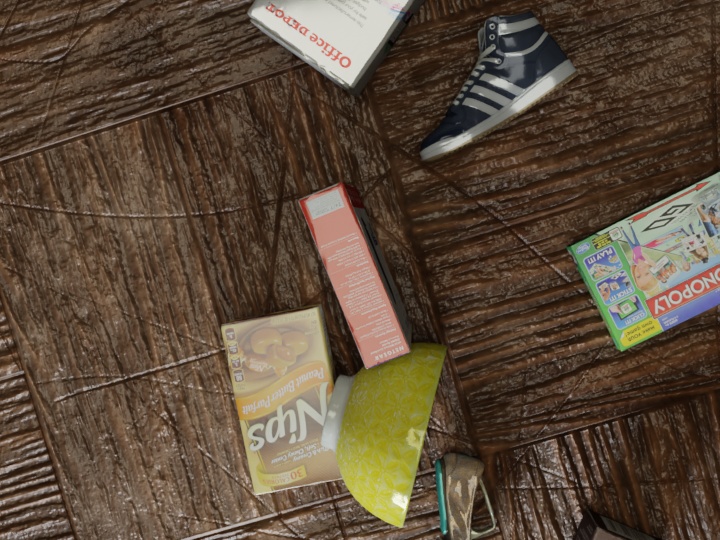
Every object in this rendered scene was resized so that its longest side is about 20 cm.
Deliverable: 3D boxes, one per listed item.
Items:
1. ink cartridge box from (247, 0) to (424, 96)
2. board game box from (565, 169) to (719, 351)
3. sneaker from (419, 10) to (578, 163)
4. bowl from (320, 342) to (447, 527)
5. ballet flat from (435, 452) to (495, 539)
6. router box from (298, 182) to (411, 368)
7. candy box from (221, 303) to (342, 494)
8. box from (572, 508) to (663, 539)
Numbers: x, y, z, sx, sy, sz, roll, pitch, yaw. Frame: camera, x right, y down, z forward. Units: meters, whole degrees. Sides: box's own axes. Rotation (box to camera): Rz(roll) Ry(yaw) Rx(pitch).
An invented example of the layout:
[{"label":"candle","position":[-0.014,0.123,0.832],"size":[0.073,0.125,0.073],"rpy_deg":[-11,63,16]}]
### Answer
[{"label":"ink cartridge box","position":[-0.009,-0.318,1.050],"size":[0.145,0.084,0.200],"rpy_deg":[35,94,2]},{"label":"board game box","position":[0.355,-0.013,1.067],"size":[0.200,0.029,0.135],"rpy_deg":[-27,90,5]},{"label":"sneaker","position":[0.133,-0.210,1.051],"size":[0.200,0.070,0.109],"rpy_deg":[-33,95,-2]},{"label":"bowl","position":[0.019,0.163,1.013],"size":[0.107,0.200,0.201],"rpy_deg":[15,93,6]},{"label":"ballet flat","position":[0.122,0.311,1.079],"size":[0.067,0.068,0.201],"rpy_deg":[-1,94,-3]},{"label":"router box","position":[0.000,0.000,1.007],"size":[0.049,0.200,0.180],"rpy_deg":[-22,92,4]},{"label":"candy box","position":[-0.083,0.147,1.089],"size":[0.115,0.055,0.201],"rpy_deg":[-11,91,3]},{"label":"box","position":[0.268,0.388,1.068],"size":[0.100,0.075,0.201],"rpy_deg":[22,95,2]}]
